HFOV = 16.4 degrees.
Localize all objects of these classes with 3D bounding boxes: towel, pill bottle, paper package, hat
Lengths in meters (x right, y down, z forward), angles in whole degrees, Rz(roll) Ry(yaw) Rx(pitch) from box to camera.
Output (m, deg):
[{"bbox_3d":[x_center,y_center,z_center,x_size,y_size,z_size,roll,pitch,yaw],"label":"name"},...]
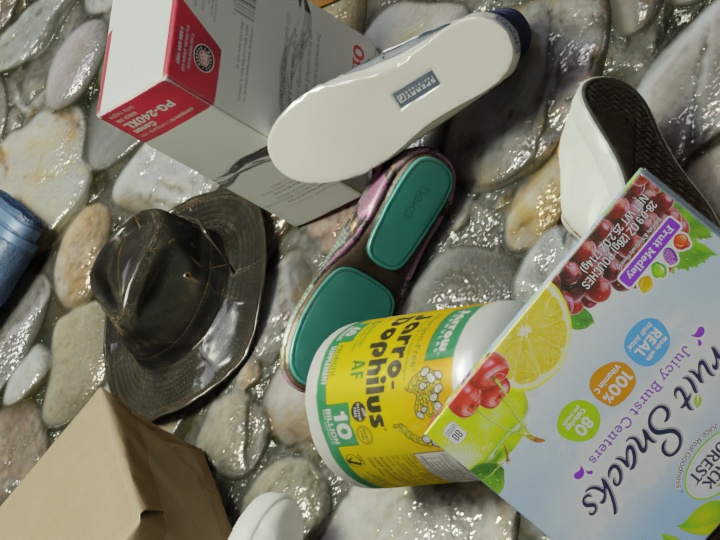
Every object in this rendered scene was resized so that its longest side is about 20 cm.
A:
[{"bbox_3d":[-0.347,0.027,2.135,0.200,0.049,0.112,-56,38,1],"label":"towel"},{"bbox_3d":[0.070,0.079,1.593,0.200,0.113,0.113,-9,58,44],"label":"pill bottle"},{"bbox_3d":[-0.194,0.218,1.771,0.200,0.103,0.191,-49,30,12],"label":"paper package"},{"bbox_3d":[-0.157,0.012,1.911,0.200,0.081,0.201,-26,48,32],"label":"hat"}]

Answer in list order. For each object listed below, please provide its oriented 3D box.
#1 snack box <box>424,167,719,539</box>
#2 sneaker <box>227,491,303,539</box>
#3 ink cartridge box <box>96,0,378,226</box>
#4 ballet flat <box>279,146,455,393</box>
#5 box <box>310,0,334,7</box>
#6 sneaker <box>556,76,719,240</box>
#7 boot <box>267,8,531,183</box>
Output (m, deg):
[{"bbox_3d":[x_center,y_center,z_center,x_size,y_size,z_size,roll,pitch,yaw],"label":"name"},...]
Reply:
[{"bbox_3d":[0.165,0.069,1.456,0.200,0.169,0.068,-50,-1,10],"label":"snack box"},{"bbox_3d":[-0.054,0.246,1.659,0.088,0.075,0.200,1,65,29],"label":"sneaker"},{"bbox_3d":[-0.087,-0.142,1.849,0.083,0.200,0.145,-26,47,39],"label":"ink cartridge box"},{"bbox_3d":[0.000,0.000,1.772,0.200,0.069,0.071,-60,20,-11],"label":"ballet flat"},{"bbox_3d":[0.024,-0.289,1.960,0.200,0.041,0.119,-20,51,40],"label":"box"},{"bbox_3d":[0.177,-0.026,1.604,0.085,0.073,0.200,115,148,-45],"label":"sneaker"},{"bbox_3d":[0.032,-0.125,1.784,0.200,0.073,0.090,-24,4,18],"label":"boot"}]
